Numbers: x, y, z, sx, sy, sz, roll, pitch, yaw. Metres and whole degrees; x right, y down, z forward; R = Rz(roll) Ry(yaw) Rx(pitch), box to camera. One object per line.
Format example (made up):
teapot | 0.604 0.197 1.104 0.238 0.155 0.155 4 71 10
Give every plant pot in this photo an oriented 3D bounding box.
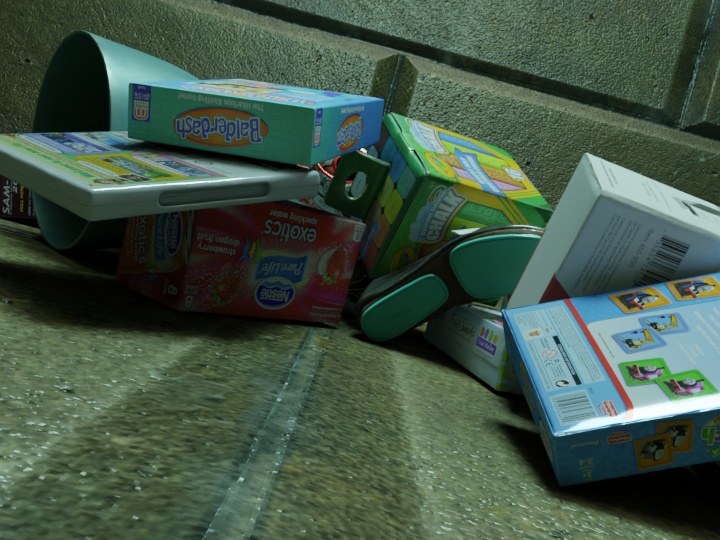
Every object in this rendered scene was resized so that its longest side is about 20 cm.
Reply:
plant pot | -0.215 -0.116 0.812 0.159 0.204 0.199 4 10 -41

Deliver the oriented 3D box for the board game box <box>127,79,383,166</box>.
board game box | -0.077 -0.129 0.684 0.150 0.046 0.200 11 16 14

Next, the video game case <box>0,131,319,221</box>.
video game case | -0.160 -0.076 0.599 0.180 0.022 0.199 -11 24 -43

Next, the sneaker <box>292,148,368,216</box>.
sneaker | -0.050 -0.110 0.933 0.200 0.067 0.109 24 -28 30

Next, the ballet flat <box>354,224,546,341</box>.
ballet flat | 0.083 -0.002 0.735 0.198 0.069 0.069 -22 26 17

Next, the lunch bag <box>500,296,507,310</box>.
lunch bag | 0.287 0.053 1.085 0.197 0.124 0.170 10 2 6

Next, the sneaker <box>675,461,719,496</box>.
sneaker | 0.225 0.102 0.512 0.080 0.075 0.199 15 4 -45

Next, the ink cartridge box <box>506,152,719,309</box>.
ink cartridge box | 0.227 0.025 0.601 0.197 0.148 0.083 21 27 -4

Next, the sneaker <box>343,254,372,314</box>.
sneaker | 0.000 0.000 0.864 0.197 0.075 0.085 6 -38 -18

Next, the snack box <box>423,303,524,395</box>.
snack box | 0.155 0.074 0.751 0.140 0.054 0.200 15 4 -14

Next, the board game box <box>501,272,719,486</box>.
board game box | 0.193 0.051 0.473 0.197 0.037 0.152 -11 22 4

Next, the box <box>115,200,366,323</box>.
box | -0.098 -0.017 0.714 0.095 0.101 0.199 19 6 39

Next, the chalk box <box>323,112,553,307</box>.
chalk box | 0.064 -0.064 0.813 0.197 0.126 0.125 11 33 -27

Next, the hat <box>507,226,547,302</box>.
hat | 0.219 -0.019 1.005 0.164 0.202 0.176 -22 29 -7

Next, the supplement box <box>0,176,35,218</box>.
supplement box | -0.305 -0.087 0.957 0.196 0.062 0.109 2 5 -4
